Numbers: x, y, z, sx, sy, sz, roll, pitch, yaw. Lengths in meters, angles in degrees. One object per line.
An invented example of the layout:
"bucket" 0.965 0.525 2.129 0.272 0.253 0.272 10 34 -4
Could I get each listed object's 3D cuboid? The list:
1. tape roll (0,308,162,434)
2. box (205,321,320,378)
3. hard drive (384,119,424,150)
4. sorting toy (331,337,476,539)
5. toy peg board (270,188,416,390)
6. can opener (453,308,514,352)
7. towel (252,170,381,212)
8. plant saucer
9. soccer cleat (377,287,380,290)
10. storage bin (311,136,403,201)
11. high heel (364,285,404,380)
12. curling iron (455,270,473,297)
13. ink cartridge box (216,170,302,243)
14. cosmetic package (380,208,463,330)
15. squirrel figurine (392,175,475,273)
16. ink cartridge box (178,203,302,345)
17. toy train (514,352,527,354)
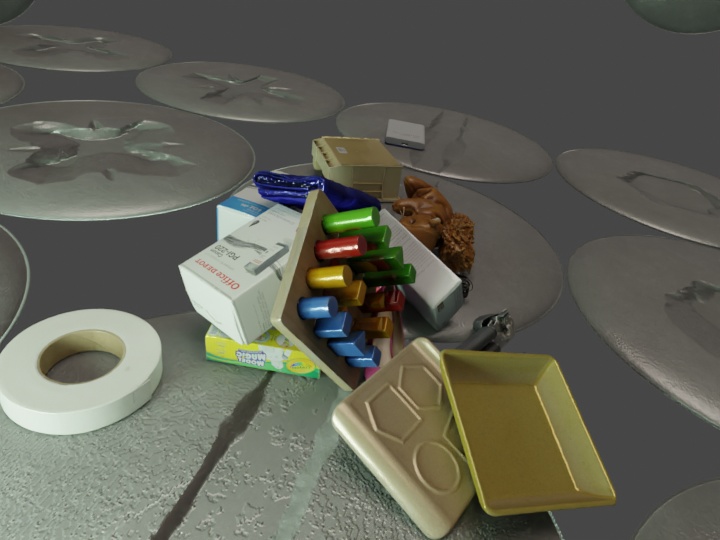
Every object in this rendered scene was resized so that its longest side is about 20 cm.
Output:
"tape roll" -0.361 0.124 0.708 0.196 0.038 0.205 8 31 -5
"box" -0.121 0.097 0.815 0.193 0.050 0.118 8 31 2
"hard drive" 0.151 -0.458 1.814 0.128 0.026 0.202 11 31 0
"sorting toy" 0.082 0.199 0.682 0.185 0.037 0.198 44 45 15
"toy peg board" -0.005 0.026 0.728 0.095 0.201 0.204 -6 53 29
"can opener" 0.192 0.120 0.882 0.066 0.055 0.198 -7 13 45
"towel" -0.067 -0.120 0.904 0.144 0.051 0.198 12 3 30
"plant saucer" 0.196 0.202 0.678 0.194 0.049 0.204 7 49 -23
"soccer cleat" 0.000 0.000 0.912 0.067 0.073 0.203 -25 77 -46
"storage bin" -0.014 -0.261 1.382 0.192 0.096 0.201 -2 33 -18
"high heel" 0.046 0.105 0.796 0.065 0.098 0.202 12 29 -11
"curling iron" 0.112 0.036 0.995 0.193 0.026 0.051 -7 64 -8
"ink cartridge box" -0.172 -0.074 0.977 0.084 0.150 0.200 17 31 15
"cosmetic package" 0.086 -0.003 0.932 0.074 0.102 0.200 -41 63 -9
"squirrel figurine" 0.147 -0.078 1.069 0.195 0.145 0.187 22 17 -2
"ink cartridge box" -0.143 -0.002 0.798 0.144 0.087 0.199 24 50 38
"toy train" 0.194 0.160 0.803 0.196 0.047 0.034 -14 37 -34
